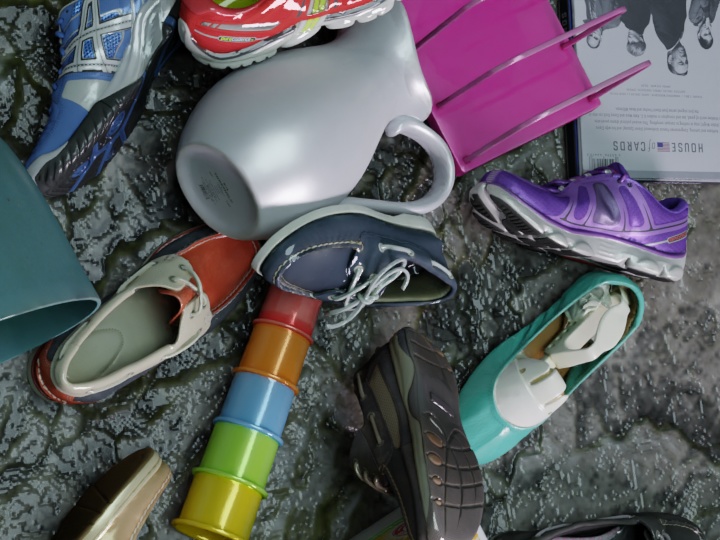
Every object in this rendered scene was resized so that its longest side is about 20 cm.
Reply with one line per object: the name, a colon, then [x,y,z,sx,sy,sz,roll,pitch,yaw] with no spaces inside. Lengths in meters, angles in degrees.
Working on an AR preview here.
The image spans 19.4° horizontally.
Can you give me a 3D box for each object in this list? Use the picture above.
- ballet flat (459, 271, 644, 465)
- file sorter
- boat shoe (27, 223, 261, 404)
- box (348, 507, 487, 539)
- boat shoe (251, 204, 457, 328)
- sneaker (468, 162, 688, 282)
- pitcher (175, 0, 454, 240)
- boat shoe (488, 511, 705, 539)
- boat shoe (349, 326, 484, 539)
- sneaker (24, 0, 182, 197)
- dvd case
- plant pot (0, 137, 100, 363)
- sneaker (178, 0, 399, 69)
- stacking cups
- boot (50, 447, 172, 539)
ballet flat: [0.145,0.069,1.607,0.200,0.070,0.067,-44,104,-22]
file sorter: [0.106,-0.200,1.572,0.139,0.125,0.200,-27,89,-26]
boat shoe: [-0.143,0.028,1.479,0.200,0.063,0.071,-35,98,-26]
box: [0.005,0.260,1.503,0.200,0.101,0.113,-30,98,-25]
boat shoe: [0.000,0.000,1.507,0.200,0.075,0.062,5,48,-58]
sneaker: [0.170,-0.049,1.628,0.200,0.081,0.084,14,86,-33]
pitcher: [-0.024,-0.086,1.521,0.200,0.121,0.172,-40,104,-35]
boat shoe: [0.191,0.222,1.620,0.200,0.057,0.067,-1,85,-25]
boat shoe: [0.036,0.131,1.506,0.074,0.073,0.200,41,27,-33]
sneaker: [-0.185,-0.141,1.481,0.077,0.076,0.200,28,73,4]
dvd case: [0.230,-0.170,1.698,0.150,0.025,0.200,0,85,-26]
plant pot: [-0.289,-0.014,1.347,0.200,0.201,0.161,-21,83,-26]
sneaker: [-0.035,-0.209,1.458,0.200,0.085,0.077,-31,62,-11]
stacking cups: [-0.079,0.097,1.509,0.060,0.060,0.200,23,71,-22]
boot: [-0.150,0.239,1.444,0.155,0.073,0.200,36,74,-14]
